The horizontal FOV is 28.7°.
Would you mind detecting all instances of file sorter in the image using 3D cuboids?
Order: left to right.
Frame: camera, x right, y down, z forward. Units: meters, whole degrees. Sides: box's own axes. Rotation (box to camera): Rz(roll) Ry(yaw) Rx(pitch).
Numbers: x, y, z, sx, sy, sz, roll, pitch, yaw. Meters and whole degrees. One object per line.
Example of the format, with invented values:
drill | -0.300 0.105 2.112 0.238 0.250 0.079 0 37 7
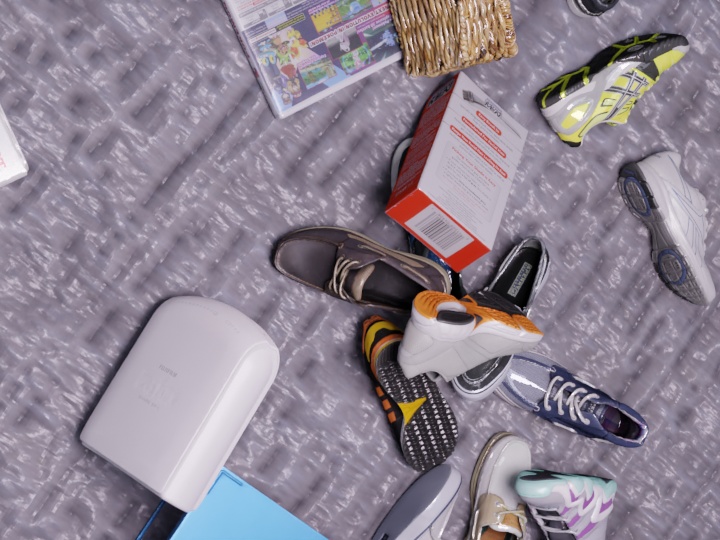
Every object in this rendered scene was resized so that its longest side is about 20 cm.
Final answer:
file sorter | -0.124 0.308 1.488 0.199 0.123 0.139 38 80 -18

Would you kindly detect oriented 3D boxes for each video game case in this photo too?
video game case | -0.045 -0.291 1.549 0.199 0.023 0.183 -29 102 -19

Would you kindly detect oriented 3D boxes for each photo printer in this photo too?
photo printer | -0.180 0.125 1.439 0.069 0.166 0.201 40 78 -46

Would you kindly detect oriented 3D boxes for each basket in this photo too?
basket | 0.120 -0.326 1.534 0.148 0.142 0.202 -18 96 -30

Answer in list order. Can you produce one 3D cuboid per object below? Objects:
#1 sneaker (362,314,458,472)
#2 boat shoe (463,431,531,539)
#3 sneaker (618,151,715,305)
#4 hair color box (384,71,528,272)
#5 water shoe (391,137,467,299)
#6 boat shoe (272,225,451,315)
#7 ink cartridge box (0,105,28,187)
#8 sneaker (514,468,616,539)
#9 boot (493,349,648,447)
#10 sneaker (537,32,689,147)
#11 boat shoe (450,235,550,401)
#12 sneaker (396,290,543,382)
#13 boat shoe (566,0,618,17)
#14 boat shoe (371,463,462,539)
sneaker | 0.053 0.134 1.580 0.069 0.090 0.201 -25 127 -6
boat shoe | 0.163 0.289 1.626 0.074 0.068 0.202 15 86 -20
sneaker | 0.390 -0.053 1.701 0.087 0.074 0.201 -30 103 -22
hair color box | 0.108 -0.110 1.542 0.111 0.064 0.201 39 47 -18
water shoe | 0.087 -0.051 1.578 0.071 0.079 0.202 -12 97 -20
boat shoe | 0.000 0.000 1.517 0.198 0.073 0.075 11 101 6
ink cartridge box | -0.445 -0.118 1.367 0.199 0.084 0.145 -26 100 -17
sneaker | 0.233 0.303 1.609 0.199 0.077 0.141 16 80 -52
boot | 0.242 0.146 1.639 0.199 0.090 0.073 25 83 -20
sneaker | 0.304 -0.218 1.666 0.199 0.075 0.077 -29 109 -7
boat shoe | 0.161 0.053 1.604 0.073 0.068 0.200 31 79 13
sneaker | 0.111 0.076 1.504 0.199 0.076 0.092 7 120 -43
boat shoe | 0.283 -0.400 1.650 0.075 0.060 0.202 -4 93 -21
boat shoe | 0.065 0.319 1.587 0.086 0.075 0.203 39 83 -20
